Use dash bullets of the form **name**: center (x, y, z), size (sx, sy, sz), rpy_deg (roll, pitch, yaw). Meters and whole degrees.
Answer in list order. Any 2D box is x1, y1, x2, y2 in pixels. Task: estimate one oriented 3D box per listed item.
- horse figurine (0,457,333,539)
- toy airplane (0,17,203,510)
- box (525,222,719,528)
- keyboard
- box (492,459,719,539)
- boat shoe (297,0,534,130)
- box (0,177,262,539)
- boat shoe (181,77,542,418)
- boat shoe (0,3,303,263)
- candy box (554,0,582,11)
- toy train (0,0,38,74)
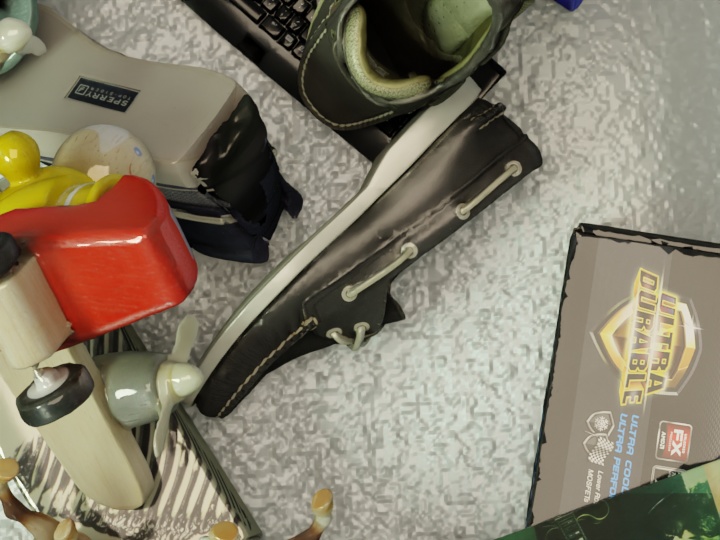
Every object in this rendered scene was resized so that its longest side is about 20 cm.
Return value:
- **horse figurine**: center (-0.088, 0.131, 0.903), size (0.200, 0.133, 0.050), rpy_deg (3, 54, 1)
- **toy airplane**: center (-0.146, -0.010, 0.898), size (0.199, 0.200, 0.141), rpy_deg (38, 56, 16)
- **box**: center (0.179, 0.092, 0.989), size (0.198, 0.050, 0.200), rpy_deg (9, 84, 4)
- **keyboard**: center (-0.021, -0.143, 1.029), size (0.200, 0.040, 0.104), rpy_deg (40, 87, 5)
- **box**: center (0.107, 0.161, 0.899), size (0.200, 0.036, 0.144), rpy_deg (-20, 42, 8)
- **boat shoe**: center (0.017, -0.103, 0.930), size (0.072, 0.201, 0.066), rpy_deg (46, 58, -8)
- **box**: center (-0.131, 0.060, 0.994), size (0.082, 0.068, 0.200), rpy_deg (-34, 83, -1)
- **boat shoe**: center (0.000, 0.000, 0.996), size (0.060, 0.074, 0.200), rpy_deg (43, 87, -3)
- **boat shoe**: center (-0.117, -0.059, 1.009), size (0.200, 0.093, 0.075), rpy_deg (23, 67, 35)
- **candy box**: center (0.035, -0.210, 0.969), size (0.200, 0.169, 0.077), rpy_deg (35, 89, 5)
- **toy train**: center (-0.199, -0.167, 0.999), size (0.114, 0.085, 0.200), rpy_deg (-3, 72, 39)
